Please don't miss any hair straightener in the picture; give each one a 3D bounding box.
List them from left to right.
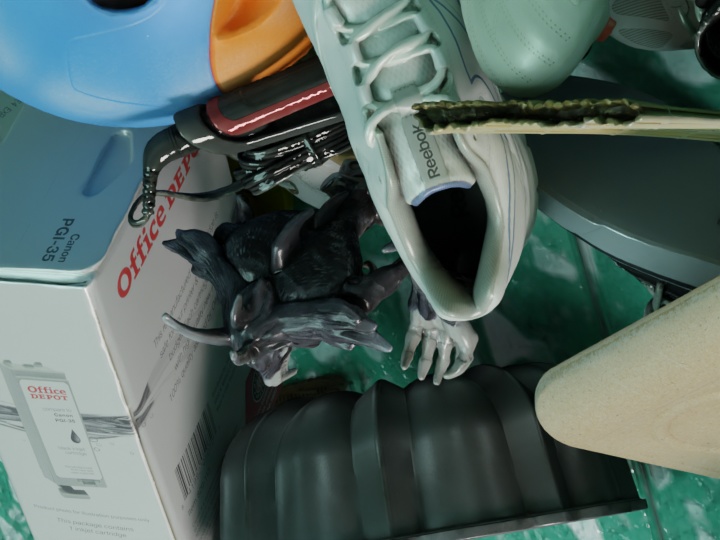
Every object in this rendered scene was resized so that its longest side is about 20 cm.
[{"bbox_3d":[0.000,-0.059,0.887,0.041,0.199,0.077,62,177,32],"label":"hair straightener"}]

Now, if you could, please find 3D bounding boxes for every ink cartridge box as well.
[{"bbox_3d":[-0.108,0.025,1.027,0.082,0.147,0.201,4,134,19],"label":"ink cartridge box"}]

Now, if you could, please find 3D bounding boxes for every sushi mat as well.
[{"bbox_3d":[0.118,-0.052,0.795,0.095,0.199,0.012,2,92,43],"label":"sushi mat"}]

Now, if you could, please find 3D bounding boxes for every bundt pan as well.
[{"bbox_3d":[0.025,0.089,1.025,0.202,0.201,0.076,-20,78,52],"label":"bundt pan"}]

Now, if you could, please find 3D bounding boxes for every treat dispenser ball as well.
[{"bbox_3d":[-0.092,-0.158,0.899,0.200,0.201,0.202,28,139,27],"label":"treat dispenser ball"}]

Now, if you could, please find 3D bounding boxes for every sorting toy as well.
[{"bbox_3d":[0.193,0.039,0.831,0.199,0.037,0.185,19,147,-30],"label":"sorting toy"}]

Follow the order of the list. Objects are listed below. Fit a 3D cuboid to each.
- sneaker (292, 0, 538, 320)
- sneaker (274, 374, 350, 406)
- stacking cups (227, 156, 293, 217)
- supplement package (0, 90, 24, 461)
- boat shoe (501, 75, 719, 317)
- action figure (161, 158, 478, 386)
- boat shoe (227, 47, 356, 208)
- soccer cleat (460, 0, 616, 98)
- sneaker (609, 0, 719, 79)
[{"bbox_3d":[0.020,-0.073,0.806,0.074,0.087,0.201,-20,114,10],"label":"sneaker"},{"bbox_3d":[-0.055,0.127,1.234,0.200,0.071,0.113,-14,108,49],"label":"sneaker"},{"bbox_3d":[-0.090,0.015,1.176,0.060,0.060,0.200,42,144,9],"label":"stacking cups"},{"bbox_3d":[-0.172,-0.002,1.201,0.109,0.114,0.200,37,144,12],"label":"supplement package"},{"bbox_3d":[0.138,-0.010,0.905,0.198,0.074,0.068,24,146,8],"label":"boat shoe"},{"bbox_3d":[0.000,0.000,0.946,0.118,0.200,0.102,21,135,33],"label":"action figure"},{"bbox_3d":[-0.080,-0.095,1.057,0.200,0.071,0.069,38,142,13],"label":"boat shoe"},{"bbox_3d":[0.052,-0.159,0.770,0.077,0.201,0.069,18,162,-41],"label":"soccer cleat"},{"bbox_3d":[0.126,-0.106,0.788,0.076,0.115,0.200,56,146,-10],"label":"sneaker"}]
